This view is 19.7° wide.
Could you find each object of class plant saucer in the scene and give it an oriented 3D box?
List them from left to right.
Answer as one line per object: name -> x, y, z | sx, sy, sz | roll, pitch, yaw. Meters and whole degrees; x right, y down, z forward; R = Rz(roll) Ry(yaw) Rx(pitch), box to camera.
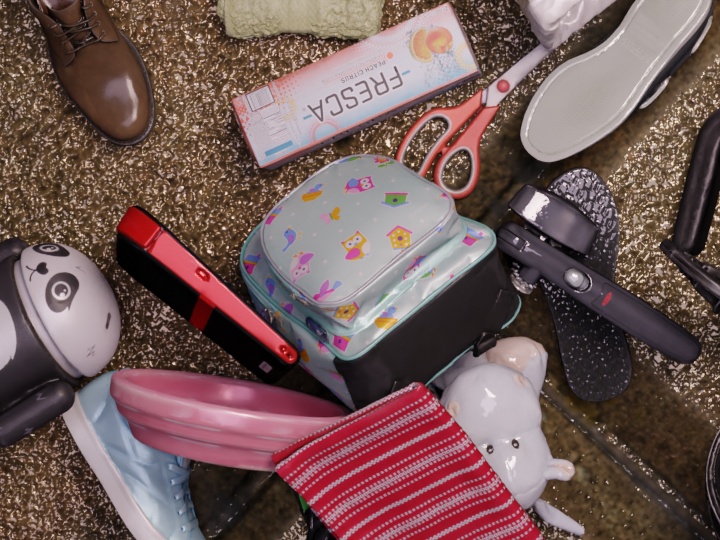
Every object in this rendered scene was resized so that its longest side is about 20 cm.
plant saucer -> -0.105, 0.122, 1.667 | 0.199, 0.201, 0.051 | 10, 93, 3

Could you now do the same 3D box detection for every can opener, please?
can opener -> 0.192, 0.015, 1.667 | 0.200, 0.063, 0.079 | 37, 103, -7

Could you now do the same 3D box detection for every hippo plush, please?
hippo plush -> 0.089, 0.147, 1.678 | 0.158, 0.161, 0.201 | -12, 94, 4

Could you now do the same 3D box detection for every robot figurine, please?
robot figurine -> -0.296, 0.059, 1.713 | 0.199, 0.125, 0.151 | -28, 95, 6

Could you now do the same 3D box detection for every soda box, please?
soda box -> -0.003, -0.150, 1.705 | 0.199, 0.068, 0.064 | -23, 89, 6

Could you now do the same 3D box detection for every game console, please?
game console -> -0.124, 0.023, 1.664 | 0.177, 0.200, 0.031 | 38, 80, -1

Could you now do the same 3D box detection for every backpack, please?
backpack -> 0.000, 0.000, 1.646 | 0.176, 0.200, 0.154 | -41, 127, -15

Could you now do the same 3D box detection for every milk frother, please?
milk frother -> 0.338, -0.049, 1.630 | 0.180, 0.200, 0.189 | 17, 95, 6

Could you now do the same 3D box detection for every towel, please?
towel -> -0.044, -0.291, 1.716 | 0.148, 0.036, 0.201 | 2, 94, 3
towel -> 0.042, 0.186, 1.599 | 0.144, 0.023, 0.200 | -28, 117, 20

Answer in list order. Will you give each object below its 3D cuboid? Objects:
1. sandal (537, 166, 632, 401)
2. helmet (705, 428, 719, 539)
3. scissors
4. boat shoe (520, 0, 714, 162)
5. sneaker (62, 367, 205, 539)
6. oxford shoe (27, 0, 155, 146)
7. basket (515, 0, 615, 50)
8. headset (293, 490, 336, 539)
sandal -> 0.182, 0.010, 1.725 | 0.075, 0.048, 0.201 | -7, 106, 3
helmet -> 0.375, 0.189, 1.651 | 0.199, 0.191, 0.201 | -11, 64, 25
scissors -> 0.105, -0.149, 1.728 | 0.073, 0.014, 0.200 | 34, 96, 1
boat shoe -> 0.216, -0.161, 1.697 | 0.200, 0.060, 0.076 | -41, 71, 8
sneaker -> -0.168, 0.172, 1.740 | 0.082, 0.074, 0.200 | -34, 93, 8
oxford shoe -> -0.234, -0.193, 1.711 | 0.072, 0.084, 0.201 | -28, 94, 3
basket -> 0.175, -0.298, 1.619 | 0.198, 0.200, 0.161 | -39, 88, 5
headset -> -0.005, 0.250, 1.713 | 0.094, 0.123, 0.201 | -36, 117, -19
